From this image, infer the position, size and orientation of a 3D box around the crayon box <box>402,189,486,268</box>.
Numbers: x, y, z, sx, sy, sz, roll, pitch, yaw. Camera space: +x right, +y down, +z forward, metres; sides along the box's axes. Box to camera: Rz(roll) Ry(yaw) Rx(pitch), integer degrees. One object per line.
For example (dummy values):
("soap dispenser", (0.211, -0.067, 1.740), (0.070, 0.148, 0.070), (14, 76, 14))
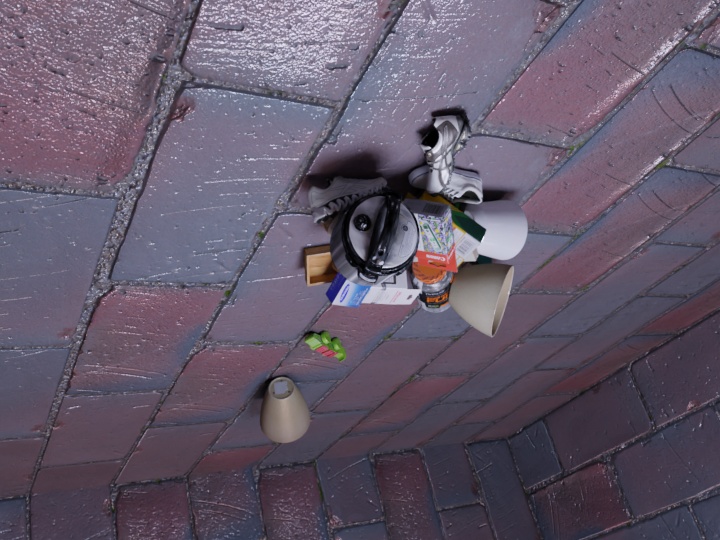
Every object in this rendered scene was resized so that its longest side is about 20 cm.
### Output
("crayon box", (0.175, -0.103, 1.627), (0.198, 0.052, 0.126), (34, 143, -3))

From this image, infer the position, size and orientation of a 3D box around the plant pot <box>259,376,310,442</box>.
("plant pot", (-0.273, 0.471, 2.488), (0.184, 0.189, 0.202), (-11, 138, -10))

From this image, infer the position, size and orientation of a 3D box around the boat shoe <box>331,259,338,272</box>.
("boat shoe", (0.008, -0.074, 1.651), (0.201, 0.070, 0.070), (-54, 159, -5))

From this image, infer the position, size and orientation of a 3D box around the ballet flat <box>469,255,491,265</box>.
("ballet flat", (0.297, -0.055, 1.956), (0.063, 0.069, 0.199), (-1, 164, 36))

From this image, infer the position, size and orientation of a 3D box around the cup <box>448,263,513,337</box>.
("cup", (0.325, 0.063, 1.938), (0.141, 0.203, 0.201), (18, 160, 19))

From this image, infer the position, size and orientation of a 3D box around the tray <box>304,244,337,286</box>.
("tray", (-0.045, -0.024, 1.809), (0.196, 0.037, 0.100), (-10, 131, -14))

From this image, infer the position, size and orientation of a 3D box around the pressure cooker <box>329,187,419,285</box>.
("pressure cooker", (0.031, -0.064, 1.491), (0.176, 0.178, 0.200), (-24, 174, -18))

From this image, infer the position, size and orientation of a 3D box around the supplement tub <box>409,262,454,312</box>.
("supplement tub", (0.203, 0.026, 1.969), (0.120, 0.124, 0.201), (-18, 152, 4))

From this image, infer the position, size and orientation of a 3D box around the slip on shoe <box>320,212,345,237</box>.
("slip on shoe", (-0.048, -0.101, 1.677), (0.077, 0.060, 0.200), (-56, 162, 4))

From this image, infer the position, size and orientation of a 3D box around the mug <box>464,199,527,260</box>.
("mug", (0.300, -0.095, 1.762), (0.151, 0.152, 0.186), (1, 150, -37))

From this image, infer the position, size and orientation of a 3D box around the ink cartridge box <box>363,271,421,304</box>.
("ink cartridge box", (0.056, 0.040, 1.926), (0.196, 0.069, 0.116), (3, 156, -13))

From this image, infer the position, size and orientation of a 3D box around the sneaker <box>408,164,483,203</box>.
("sneaker", (0.204, -0.195, 1.623), (0.197, 0.072, 0.073), (2, 148, -26))

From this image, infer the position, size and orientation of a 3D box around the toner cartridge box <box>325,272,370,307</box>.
("toner cartridge box", (0.000, 0.000, 1.776), (0.094, 0.043, 0.202), (9, 122, -41))

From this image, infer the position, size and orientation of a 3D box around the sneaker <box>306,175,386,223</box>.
("sneaker", (-0.028, -0.174, 1.539), (0.198, 0.082, 0.075), (-24, 174, -29))

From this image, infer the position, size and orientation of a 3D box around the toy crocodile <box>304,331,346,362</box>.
("toy crocodile", (-0.111, 0.245, 2.261), (0.067, 0.063, 0.200), (-25, 151, 17))

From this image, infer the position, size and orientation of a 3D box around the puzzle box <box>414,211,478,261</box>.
("puzzle box", (0.178, -0.079, 1.715), (0.197, 0.026, 0.134), (1, 132, 35))

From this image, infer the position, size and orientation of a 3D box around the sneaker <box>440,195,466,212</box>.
("sneaker", (0.175, -0.133, 1.742), (0.085, 0.079, 0.200), (34, 142, -11))

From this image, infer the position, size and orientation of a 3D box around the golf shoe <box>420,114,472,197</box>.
("golf shoe", (0.162, -0.248, 1.505), (0.093, 0.078, 0.202), (6, 131, -15))

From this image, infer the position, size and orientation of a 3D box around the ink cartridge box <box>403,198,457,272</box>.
("ink cartridge box", (0.156, -0.064, 1.597), (0.107, 0.051, 0.202), (12, 137, 27))
